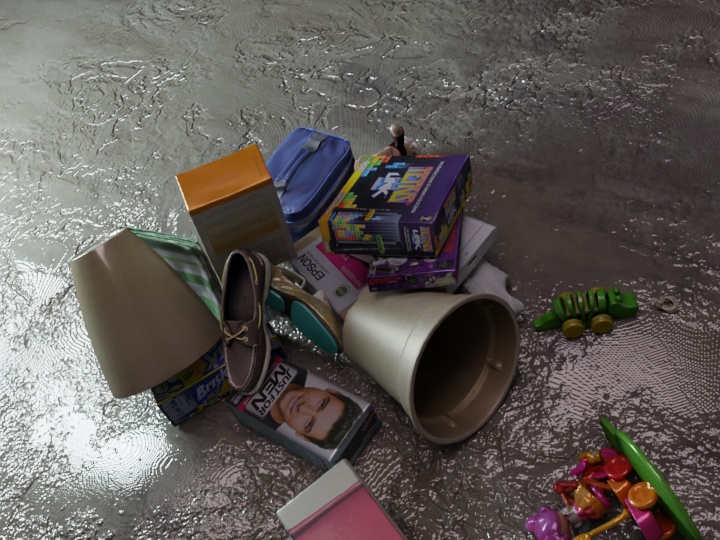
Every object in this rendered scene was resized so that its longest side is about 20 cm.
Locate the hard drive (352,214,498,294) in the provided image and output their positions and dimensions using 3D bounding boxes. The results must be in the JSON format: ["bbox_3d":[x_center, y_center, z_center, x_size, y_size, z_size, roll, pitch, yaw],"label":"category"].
[{"bbox_3d":[0.082,-0.046,1.320,0.199,0.027,0.132,24,59,34],"label":"hard drive"}]

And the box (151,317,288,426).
[{"bbox_3d":[-0.213,0.142,1.344,0.199,0.065,0.070,-30,48,-7],"label":"box"}]

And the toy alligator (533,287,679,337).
[{"bbox_3d":[0.333,0.046,1.232,0.198,0.054,0.060,-10,49,12],"label":"toy alligator"}]

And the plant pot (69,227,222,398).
[{"bbox_3d":[-0.326,0.048,1.299,0.186,0.201,0.188,-27,15,8],"label":"plant pot"}]

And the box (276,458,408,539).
[{"bbox_3d":[0.009,0.345,1.052,0.109,0.128,0.200,-36,48,-10],"label":"box"}]

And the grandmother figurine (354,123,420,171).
[{"bbox_3d":[0.048,-0.180,1.467,0.060,0.122,0.200,24,25,13],"label":"grandmother figurine"}]

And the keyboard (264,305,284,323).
[{"bbox_3d":[-0.165,0.000,1.380,0.056,0.011,0.201,-21,55,2],"label":"keyboard"}]

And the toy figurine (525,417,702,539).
[{"bbox_3d":[0.255,0.283,1.032,0.183,0.151,0.200,-35,26,2],"label":"toy figurine"}]

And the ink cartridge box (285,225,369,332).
[{"bbox_3d":[0.000,0.000,1.378,0.164,0.075,0.200,-35,49,-13],"label":"ink cartridge box"}]

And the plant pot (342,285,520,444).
[{"bbox_3d":[0.080,0.101,1.206,0.200,0.201,0.183,-45,40,-19],"label":"plant pot"}]

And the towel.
[{"bbox_3d":[-0.273,0.020,1.374,0.151,0.201,0.023,10,50,26],"label":"towel"}]

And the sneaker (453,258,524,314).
[{"bbox_3d":[0.172,0.008,1.324,0.088,0.076,0.201,-9,42,-15],"label":"sneaker"}]

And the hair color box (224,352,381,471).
[{"bbox_3d":[-0.082,0.197,1.253,0.199,0.061,0.099,22,62,32],"label":"hair color box"}]

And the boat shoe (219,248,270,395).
[{"bbox_3d":[-0.165,0.071,1.255,0.071,0.059,0.202,1,82,22],"label":"boat shoe"}]

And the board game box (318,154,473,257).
[{"bbox_3d":[0.054,-0.095,1.262,0.164,0.057,0.200,1,33,23],"label":"board game box"}]

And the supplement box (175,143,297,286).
[{"bbox_3d":[-0.176,-0.076,1.307,0.125,0.201,0.074,-23,57,-7],"label":"supplement box"}]

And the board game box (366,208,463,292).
[{"bbox_3d":[0.079,-0.040,1.244,0.119,0.033,0.201,-1,33,10],"label":"board game box"}]

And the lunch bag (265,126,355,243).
[{"bbox_3d":[-0.096,-0.132,1.483,0.135,0.133,0.201,17,58,30],"label":"lunch bag"}]

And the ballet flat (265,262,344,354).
[{"bbox_3d":[-0.088,0.043,1.301,0.199,0.071,0.071,32,67,21],"label":"ballet flat"}]
